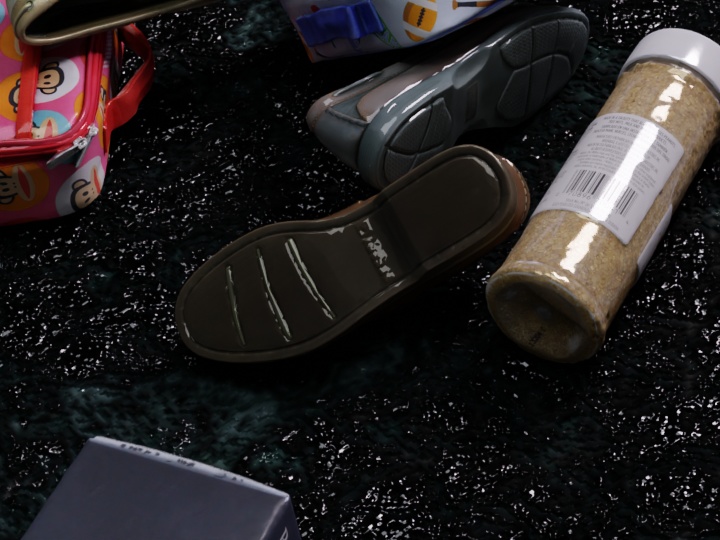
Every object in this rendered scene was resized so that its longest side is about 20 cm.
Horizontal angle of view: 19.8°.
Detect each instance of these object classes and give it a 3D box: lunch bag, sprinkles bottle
[{"bbox_3d":[-0.212,-0.114,1.242,0.175,0.082,0.201,-5,47,2],"label":"lunch bag"},{"bbox_3d":[0.138,-0.043,1.099,0.068,0.069,0.200,16,52,26],"label":"sprinkles bottle"},{"bbox_3d":[0.040,-0.178,1.184,0.160,0.076,0.200,-29,11,-19],"label":"lunch bag"}]

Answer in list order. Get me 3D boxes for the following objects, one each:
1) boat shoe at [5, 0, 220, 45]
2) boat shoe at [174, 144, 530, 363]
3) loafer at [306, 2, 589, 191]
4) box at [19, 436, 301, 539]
[{"bbox_3d":[-0.108,-0.177,1.196,0.199,0.073,0.063,-13,48,-8],"label":"boat shoe"},{"bbox_3d":[0.000,0.000,1.092,0.199,0.068,0.072,-22,79,15],"label":"boat shoe"},{"bbox_3d":[0.052,-0.111,1.156,0.063,0.072,0.200,30,42,28],"label":"loafer"},{"bbox_3d":[-0.103,0.197,0.865,0.104,0.149,0.201,13,51,24],"label":"box"}]
